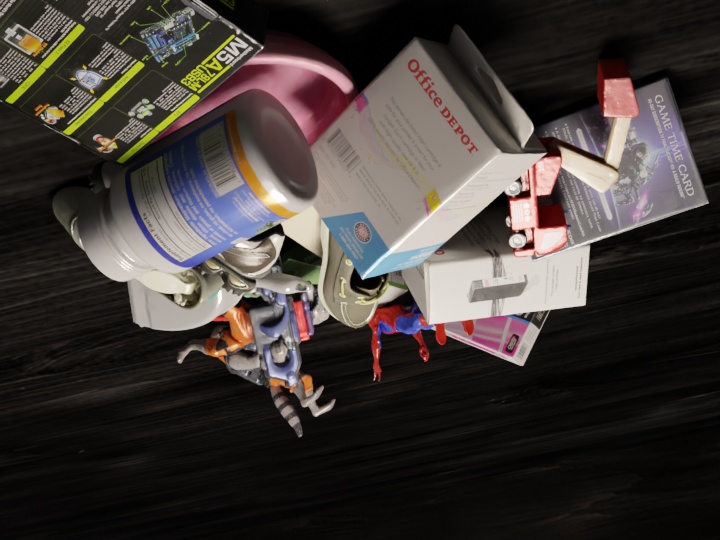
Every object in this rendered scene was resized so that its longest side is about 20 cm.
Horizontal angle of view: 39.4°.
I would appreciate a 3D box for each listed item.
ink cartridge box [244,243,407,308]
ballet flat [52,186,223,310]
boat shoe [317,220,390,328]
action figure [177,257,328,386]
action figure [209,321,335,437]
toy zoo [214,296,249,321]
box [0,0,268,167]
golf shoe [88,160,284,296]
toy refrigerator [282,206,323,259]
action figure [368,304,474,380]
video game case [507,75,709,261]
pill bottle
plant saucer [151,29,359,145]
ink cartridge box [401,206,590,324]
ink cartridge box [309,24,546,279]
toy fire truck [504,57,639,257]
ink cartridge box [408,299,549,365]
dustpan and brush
[{"bbox_3d":[-0.046,0.003,1.280,0.199,0.060,0.103,14,147,-40],"label":"ink cartridge box"},{"bbox_3d":[-0.234,-0.023,1.022,0.198,0.064,0.068,27,121,1],"label":"ballet flat"},{"bbox_3d":[-0.002,0.002,1.077,0.072,0.060,0.203,-32,147,-23],"label":"boat shoe"},{"bbox_3d":[-0.125,0.027,1.173,0.191,0.202,0.105,0,-162,4],"label":"action figure"},{"bbox_3d":[-0.138,0.136,1.398,0.105,0.193,0.200,-58,164,3],"label":"action figure"},{"bbox_3d":[-0.163,0.035,1.353,0.198,0.021,0.131,4,153,-31],"label":"toy zoo"},{"bbox_3d":[-0.203,-0.180,0.754,0.192,0.048,0.199,27,138,-35],"label":"box"},{"bbox_3d":[-0.163,-0.063,0.982,0.199,0.078,0.094,31,127,-21],"label":"golf shoe"},{"bbox_3d":[-0.042,-0.073,1.092,0.069,0.077,0.200,-20,155,20],"label":"toy refrigerator"},{"bbox_3d":[0.067,0.093,1.280,0.065,0.100,0.199,-12,-172,-28],"label":"action figure"},{"bbox_3d":[0.256,-0.107,1.087,0.198,0.144,0.019,-19,-167,18],"label":"video game case"},{"bbox_3d":[-0.145,-0.065,0.875,0.199,0.113,0.112,-25,154,23],"label":"pill bottle"},{"bbox_3d":[-0.101,-0.153,0.914,0.198,0.051,0.201,-9,156,-4],"label":"plant saucer"},{"bbox_3d":[0.156,-0.012,1.215,0.198,0.145,0.085,-6,115,-9],"label":"ink cartridge box"},{"bbox_3d":[0.062,-0.108,0.912,0.200,0.129,0.125,-41,165,27],"label":"ink cartridge box"},{"bbox_3d":[0.215,-0.110,1.039,0.139,0.049,0.202,-6,124,8],"label":"toy fire truck"},{"bbox_3d":[0.146,0.045,1.298,0.199,0.095,0.037,20,169,43],"label":"ink cartridge box"},{"bbox_3d":[-0.154,0.011,1.092,0.198,0.057,0.141,12,123,17],"label":"dustpan and brush"}]
